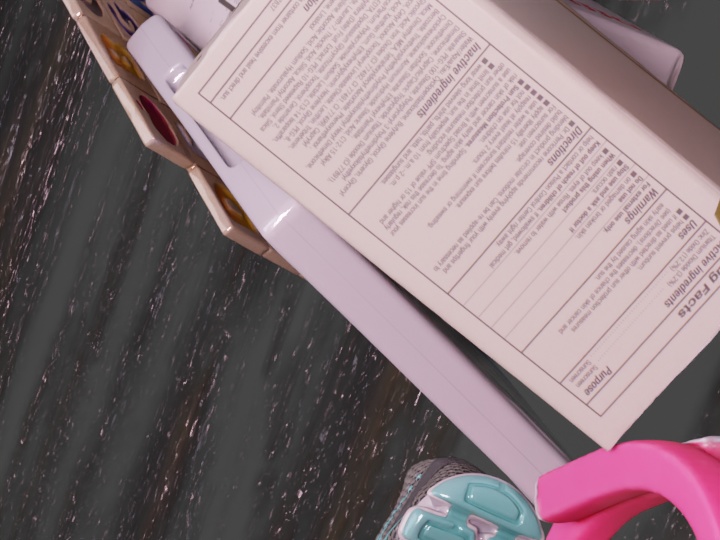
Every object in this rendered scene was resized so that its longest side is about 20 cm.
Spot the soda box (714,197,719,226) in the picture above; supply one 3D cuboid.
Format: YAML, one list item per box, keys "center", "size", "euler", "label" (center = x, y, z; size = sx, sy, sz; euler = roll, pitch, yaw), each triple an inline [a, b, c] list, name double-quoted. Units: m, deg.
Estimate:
- center: [0.173, -0.069, 0.875]
  size: [0.201, 0.064, 0.068]
  euler: [104, 153, -43]
  label: "soda box"

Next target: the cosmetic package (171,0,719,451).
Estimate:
- center: [0.045, -0.044, 1.000]
  size: [0.104, 0.200, 0.073]
  euler: [-48, 7, 21]
  label: "cosmetic package"

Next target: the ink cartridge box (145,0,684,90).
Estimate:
- center: [0.018, -0.098, 1.157]
  size: [0.200, 0.145, 0.085]
  euler: [40, 110, 59]
  label: "ink cartridge box"

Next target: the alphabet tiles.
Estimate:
- center: [-0.062, -0.064, 1.204]
  size: [0.006, 0.200, 0.167]
  euler: [-36, 64, 13]
  label: "alphabet tiles"

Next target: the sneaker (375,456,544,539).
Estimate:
- center: [0.021, 0.166, 1.161]
  size: [0.091, 0.077, 0.201]
  euler: [-115, 45, -72]
  label: "sneaker"

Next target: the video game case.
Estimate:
- center: [0.000, 0.000, 1.120]
  size: [0.024, 0.200, 0.182]
  euler: [-43, 33, 3]
  label: "video game case"

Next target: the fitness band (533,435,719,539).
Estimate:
- center: [0.099, 0.135, 1.007]
  size: [0.200, 0.037, 0.144]
  euler: [147, 125, -66]
  label: "fitness band"
